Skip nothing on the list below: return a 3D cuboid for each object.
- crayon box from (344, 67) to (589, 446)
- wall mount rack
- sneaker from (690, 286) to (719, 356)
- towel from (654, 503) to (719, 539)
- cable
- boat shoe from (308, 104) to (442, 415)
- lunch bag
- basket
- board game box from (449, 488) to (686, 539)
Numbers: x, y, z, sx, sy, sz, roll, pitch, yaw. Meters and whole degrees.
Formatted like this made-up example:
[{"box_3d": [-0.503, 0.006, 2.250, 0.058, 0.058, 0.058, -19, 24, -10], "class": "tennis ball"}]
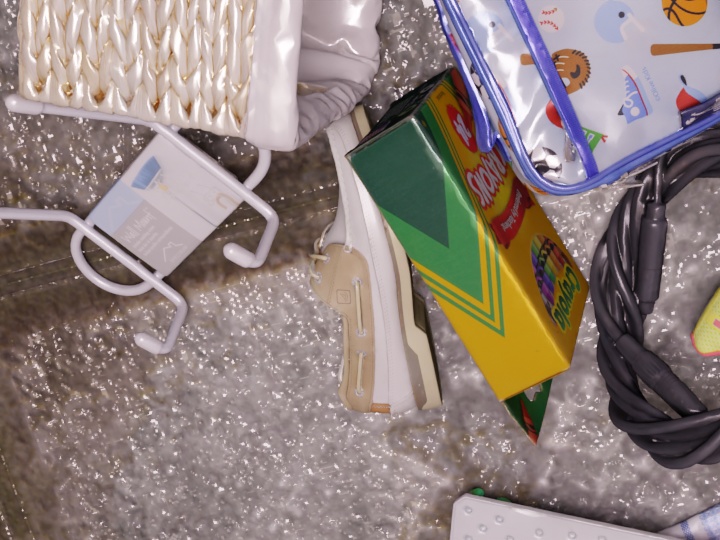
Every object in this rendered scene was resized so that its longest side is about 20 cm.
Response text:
[{"box_3d": [0.077, -0.012, 0.775, 0.050, 0.127, 0.201, -28, 101, 23], "class": "crayon box"}, {"box_3d": [-0.151, -0.038, 0.792, 0.173, 0.075, 0.200, 36, 132, -16], "class": "wall mount rack"}, {"box_3d": [0.286, 0.078, 0.800, 0.200, 0.078, 0.090, 45, 108, 6], "class": "sneaker"}, {"box_3d": [0.253, 0.229, 0.874, 0.198, 0.024, 0.148, -26, 100, 15], "class": "towel"}, {"box_3d": [0.205, 0.013, 0.771, 0.162, 0.050, 0.203, -20, 69, 48], "class": "cable"}, {"box_3d": [0.000, 0.000, 0.819, 0.068, 0.075, 0.202, -11, 105, 6], "class": "boat shoe"}, {"box_3d": [0.123, -0.143, 0.740, 0.159, 0.076, 0.202, -25, 93, -1], "class": "lunch bag"}, {"box_3d": [-0.077, -0.185, 0.716, 0.159, 0.198, 0.203, 7, 108, 11], "class": "basket"}, {"box_3d": [0.153, 0.255, 0.878, 0.198, 0.026, 0.202, 10, 110, 15], "class": "board game box"}]
